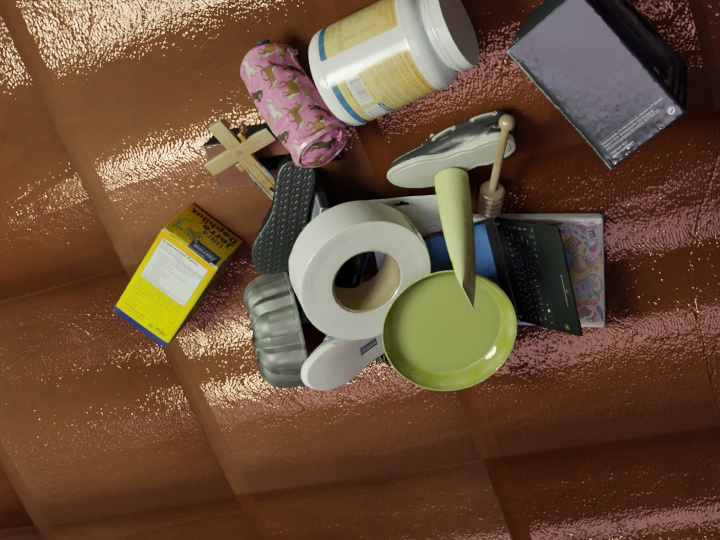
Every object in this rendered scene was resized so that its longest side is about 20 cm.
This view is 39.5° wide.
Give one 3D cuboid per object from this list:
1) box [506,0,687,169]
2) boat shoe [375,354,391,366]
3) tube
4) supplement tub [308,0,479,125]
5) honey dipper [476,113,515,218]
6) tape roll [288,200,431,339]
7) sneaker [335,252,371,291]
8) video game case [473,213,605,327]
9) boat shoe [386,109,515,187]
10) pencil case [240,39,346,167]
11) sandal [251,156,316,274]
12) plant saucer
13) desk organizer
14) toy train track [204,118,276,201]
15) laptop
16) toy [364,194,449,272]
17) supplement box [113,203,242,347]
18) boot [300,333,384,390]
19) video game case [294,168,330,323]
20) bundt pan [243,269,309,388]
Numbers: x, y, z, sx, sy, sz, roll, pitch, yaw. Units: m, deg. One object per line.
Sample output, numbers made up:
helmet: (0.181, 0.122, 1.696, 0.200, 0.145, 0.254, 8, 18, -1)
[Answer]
box: (0.306, -0.266, 1.268, 0.198, 0.200, 0.123, 45, 121, -8)
boat shoe: (0.056, 0.114, 1.613, 0.200, 0.073, 0.075, -10, 112, 22)
tube: (0.139, -0.049, 1.414, 0.058, 0.200, 0.052, 11, 148, -30)
supplement tub: (0.046, -0.296, 1.367, 0.200, 0.145, 0.145, -20, 109, 25)
honey dipper: (0.195, -0.148, 1.409, 0.038, 0.038, 0.200, 17, 146, 9)
tape roll: (0.000, 0.000, 1.464, 0.202, 0.071, 0.203, -9, 122, -15)
sneaker: (-0.049, 0.016, 1.576, 0.077, 0.111, 0.200, 38, 121, -4)
video game case: (0.268, 0.001, 1.518, 0.200, 0.023, 0.182, 1, 116, 17)
boat shoe: (0.128, -0.176, 1.452, 0.200, 0.060, 0.074, -19, 148, 30)
pencil case: (-0.095, -0.237, 1.427, 0.200, 0.083, 0.087, 59, 138, 25)
sandal: (-0.110, -0.083, 1.505, 0.075, 0.048, 0.201, 14, 118, -13)
plant saucer: (0.130, 0.085, 1.480, 0.200, 0.031, 0.200, -2, 115, -3)
desk organizer: (-0.132, -0.180, 1.527, 0.200, 0.072, 0.077, -6, 116, 20)
toy train track: (-0.152, -0.154, 1.485, 0.115, 0.033, 0.200, -26, 127, 21)
laptop: (0.205, 0.023, 1.472, 0.200, 0.103, 0.177, 14, 128, 52)
toy: (0.082, -0.029, 1.549, 0.115, 0.047, 0.200, -4, 116, 16)
supplement box: (-0.301, 0.009, 1.654, 0.109, 0.110, 0.200, 37, 121, -3)
boot: (-0.030, 0.117, 1.546, 0.090, 0.200, 0.073, 15, 123, 47)
video game case: (-0.080, -0.040, 1.543, 0.019, 0.143, 0.200, 3, 120, -13)
bundt pan: (-0.136, 0.095, 1.587, 0.076, 0.202, 0.202, -11, 115, -8)
